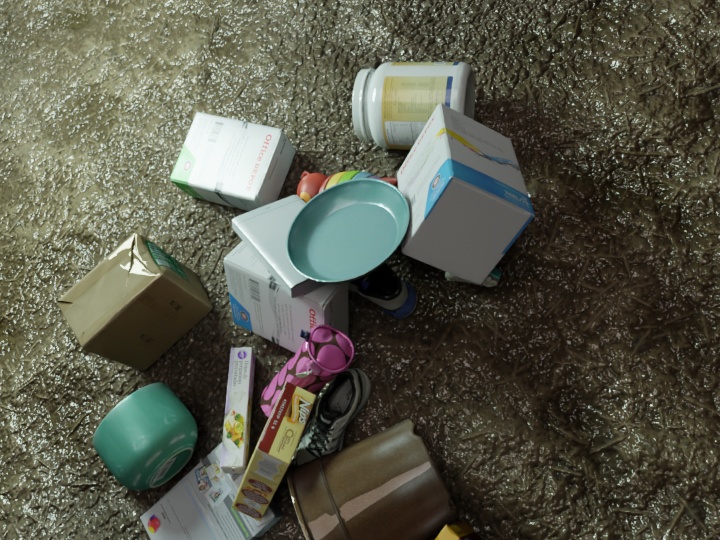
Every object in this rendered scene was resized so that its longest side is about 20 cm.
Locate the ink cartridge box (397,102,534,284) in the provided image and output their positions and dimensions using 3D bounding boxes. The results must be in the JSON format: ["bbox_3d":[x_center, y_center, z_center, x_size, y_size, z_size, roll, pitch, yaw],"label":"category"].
[{"bbox_3d":[0.151,-0.119,0.974,0.142,0.148,0.203,20,40,-17],"label":"ink cartridge box"}]

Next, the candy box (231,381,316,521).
[{"bbox_3d":[-0.130,0.272,0.947,0.054,0.202,0.117,25,44,-1],"label":"candy box"}]

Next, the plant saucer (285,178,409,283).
[{"bbox_3d":[-0.016,-0.054,0.959,0.194,0.036,0.204,-12,48,14],"label":"plant saucer"}]

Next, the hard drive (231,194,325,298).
[{"bbox_3d":[-0.106,-0.046,1.030,0.129,0.027,0.200,-23,48,-27],"label":"hard drive"}]

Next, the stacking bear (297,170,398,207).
[{"bbox_3d":[-0.028,-0.121,1.116,0.195,0.125,0.113,15,35,30],"label":"stacking bear"}]

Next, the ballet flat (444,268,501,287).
[{"bbox_3d":[0.147,-0.026,1.063,0.072,0.072,0.200,-45,64,-2],"label":"ballet flat"}]

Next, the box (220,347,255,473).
[{"bbox_3d":[-0.202,0.229,1.060,0.037,0.042,0.205,-1,58,0],"label":"box"}]

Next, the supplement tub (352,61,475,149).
[{"bbox_3d":[0.094,-0.286,1.113,0.194,0.145,0.149,6,73,18],"label":"supplement tub"}]

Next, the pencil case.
[{"bbox_3d":[-0.090,0.168,0.991,0.090,0.201,0.095,33,43,-4],"label":"pencil case"}]

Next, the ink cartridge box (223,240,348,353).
[{"bbox_3d":[-0.120,0.049,1.055,0.195,0.149,0.086,22,46,21],"label":"ink cartridge box"}]

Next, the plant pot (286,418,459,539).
[{"bbox_3d":[0.023,0.326,0.914,0.195,0.201,0.203,-28,66,-4],"label":"plant pot"}]

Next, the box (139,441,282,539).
[{"bbox_3d":[-0.244,0.401,1.040,0.199,0.041,0.156,-42,65,-1],"label":"box"}]

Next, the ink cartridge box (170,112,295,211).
[{"bbox_3d":[-0.241,-0.202,1.216,0.195,0.084,0.150,16,77,20],"label":"ink cartridge box"}]

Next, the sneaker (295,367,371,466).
[{"bbox_3d":[-0.056,0.243,1.012,0.074,0.088,0.204,23,81,20],"label":"sneaker"}]

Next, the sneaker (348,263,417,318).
[{"bbox_3d":[0.001,0.000,1.060,0.196,0.115,0.082,26,79,22],"label":"sneaker"}]

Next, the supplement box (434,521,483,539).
[{"bbox_3d":[0.157,0.450,0.819,0.199,0.198,0.134,39,85,24],"label":"supplement box"}]

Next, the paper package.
[{"bbox_3d":[-0.382,0.061,1.109,0.190,0.200,0.104,-42,66,-2],"label":"paper package"}]

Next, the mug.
[{"bbox_3d":[-0.344,0.289,1.061,0.114,0.187,0.151,42,63,18],"label":"mug"}]
